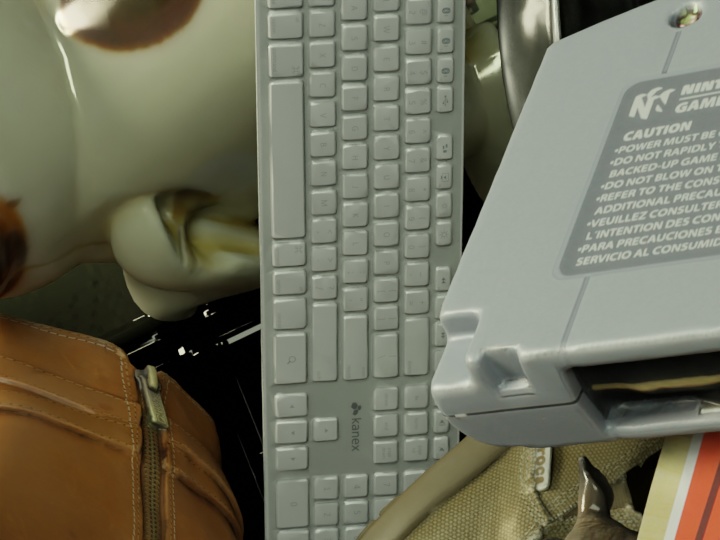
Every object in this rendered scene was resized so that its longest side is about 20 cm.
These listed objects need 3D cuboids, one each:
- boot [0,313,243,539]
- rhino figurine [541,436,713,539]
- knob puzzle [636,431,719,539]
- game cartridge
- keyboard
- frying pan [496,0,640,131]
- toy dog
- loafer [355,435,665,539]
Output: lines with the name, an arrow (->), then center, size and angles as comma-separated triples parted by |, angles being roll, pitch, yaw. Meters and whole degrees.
boot -> -0.103, 0.062, 0.760 | 0.074, 0.200, 0.155 | -33, 39, 21
rhino figurine -> 0.063, 0.121, 0.723 | 0.087, 0.200, 0.060 | 24, 38, 16
knob puzzle -> 0.157, 0.013, 0.625 | 0.219, 0.030, 0.220 | -14, 51, 18
game cartridge -> 0.120, -0.025, 0.642 | 0.200, 0.040, 0.133 | -8, 46, 35
keyboard -> 0.000, 0.000, 0.782 | 0.056, 0.200, 0.011 | -6, 26, -12
frying pan -> 0.064, -0.097, 0.808 | 0.031, 0.115, 0.190 | -5, 58, 16
toy dog -> -0.063, -0.054, 0.807 | 0.200, 0.194, 0.140 | -23, 75, -3
loafer -> 0.051, 0.078, 0.785 | 0.067, 0.076, 0.200 | 31, 81, 29
